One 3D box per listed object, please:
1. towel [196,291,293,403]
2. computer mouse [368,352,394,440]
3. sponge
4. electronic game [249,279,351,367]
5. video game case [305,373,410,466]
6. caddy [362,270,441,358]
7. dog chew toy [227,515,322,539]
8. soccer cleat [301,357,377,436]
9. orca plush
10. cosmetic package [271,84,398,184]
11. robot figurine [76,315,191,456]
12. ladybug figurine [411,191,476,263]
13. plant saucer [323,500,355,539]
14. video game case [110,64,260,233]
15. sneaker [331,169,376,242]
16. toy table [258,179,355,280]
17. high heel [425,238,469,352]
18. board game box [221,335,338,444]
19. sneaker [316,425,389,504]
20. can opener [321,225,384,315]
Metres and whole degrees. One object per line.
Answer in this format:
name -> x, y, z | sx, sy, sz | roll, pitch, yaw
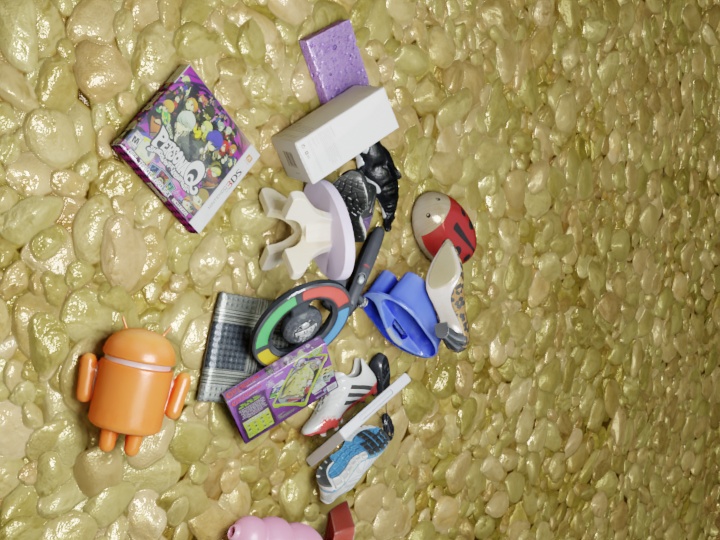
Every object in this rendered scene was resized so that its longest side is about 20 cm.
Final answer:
towel -> -0.190, 0.146, 1.513 | 0.198, 0.034, 0.196 | 15, 83, -41
computer mouse -> 0.042, 0.260, 1.742 | 0.059, 0.033, 0.204 | -50, 137, -63
sponge -> -0.035, -0.349, 1.581 | 0.111, 0.030, 0.203 | -36, 120, -32
electronic game -> -0.102, 0.095, 1.478 | 0.198, 0.042, 0.202 | -25, 143, -20
video game case -> -0.006, 0.282, 1.602 | 0.181, 0.200, 0.022 | -37, 82, -33
caddy -> 0.086, 0.093, 1.681 | 0.201, 0.140, 0.106 | 52, 59, -33
dog chew toy -> -0.155, 0.503, 1.535 | 0.199, 0.124, 0.126 | 34, 73, -32
soccer cleat -> -0.047, 0.243, 1.635 | 0.199, 0.068, 0.086 | -33, 105, -36
orca plush -> 0.046, -0.173, 1.651 | 0.104, 0.070, 0.204 | -21, 110, -38
cosmetic package -> -0.045, -0.245, 1.509 | 0.199, 0.107, 0.086 | -34, 117, -19
robot figurine -> -0.347, 0.177, 1.309 | 0.116, 0.142, 0.204 | 18, 83, -64
ladybug figurine -> 0.185, -0.083, 1.792 | 0.200, 0.071, 0.137 | 42, 68, -38
plant saucer -> -0.053, 0.556, 1.614 | 0.036, 0.200, 0.204 | 12, 88, -5
video game case -> -0.275, -0.194, 1.376 | 0.182, 0.035, 0.201 | -55, 128, -24
sneaker -> -0.007, -0.141, 1.571 | 0.201, 0.075, 0.088 | 92, 22, -63
toy table -> -0.098, -0.069, 1.479 | 0.115, 0.201, 0.186 | -3, 132, -31
high heel -> 0.178, 0.053, 1.651 | 0.142, 0.070, 0.204 | 39, 52, -61
board game box -> -0.137, 0.210, 1.500 | 0.198, 0.032, 0.121 | -29, 138, -17
sneaker -> -0.019, 0.384, 1.686 | 0.199, 0.074, 0.088 | -33, 143, -39
can opener -> 0.000, 0.000, 1.632 | 0.078, 0.063, 0.202 | 36, 67, -18
